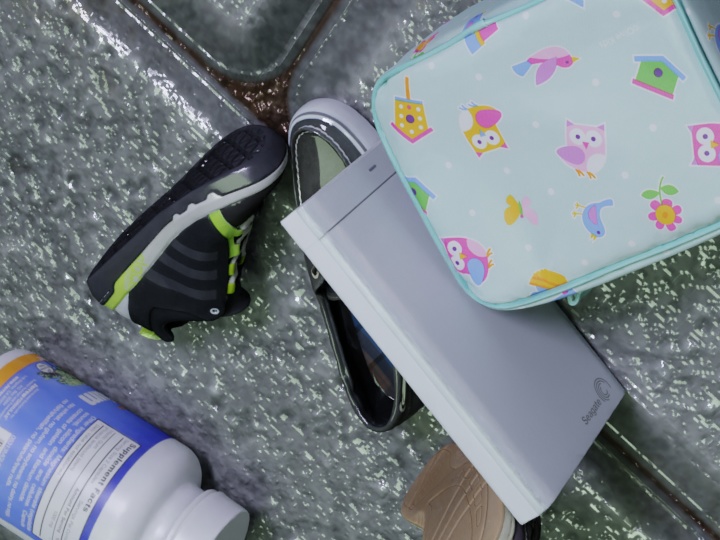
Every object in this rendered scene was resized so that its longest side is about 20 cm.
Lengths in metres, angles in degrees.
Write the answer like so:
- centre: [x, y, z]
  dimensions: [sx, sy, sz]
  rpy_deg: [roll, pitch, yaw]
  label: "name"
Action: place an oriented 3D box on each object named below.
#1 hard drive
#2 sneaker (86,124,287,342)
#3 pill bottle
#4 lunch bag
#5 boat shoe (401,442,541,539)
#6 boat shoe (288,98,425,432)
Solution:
- centre: [0.055, 0.022, 0.932]
  dimensions: [0.027, 0.132, 0.200]
  rpy_deg: [-36, 94, 37]
  label: "hard drive"
- centre: [-0.089, -0.016, 1.055]
  dimensions: [0.083, 0.072, 0.200]
  rpy_deg: [43, 137, -12]
  label: "sneaker"
- centre: [-0.178, 0.147, 1.167]
  dimensions: [0.199, 0.112, 0.113]
  rpy_deg: [29, 128, 15]
  label: "pill bottle"
- centre: [0.112, -0.070, 0.881]
  dimensions: [0.199, 0.077, 0.161]
  rpy_deg: [-23, 104, 39]
  label: "lunch bag"
- centre: [0.072, 0.146, 0.983]
  dimensions: [0.065, 0.200, 0.072]
  rpy_deg: [33, 87, -8]
  label: "boat shoe"
- centre: [0.000, 0.000, 1.004]
  dimensions: [0.068, 0.057, 0.201]
  rpy_deg: [-6, 113, 35]
  label: "boat shoe"
